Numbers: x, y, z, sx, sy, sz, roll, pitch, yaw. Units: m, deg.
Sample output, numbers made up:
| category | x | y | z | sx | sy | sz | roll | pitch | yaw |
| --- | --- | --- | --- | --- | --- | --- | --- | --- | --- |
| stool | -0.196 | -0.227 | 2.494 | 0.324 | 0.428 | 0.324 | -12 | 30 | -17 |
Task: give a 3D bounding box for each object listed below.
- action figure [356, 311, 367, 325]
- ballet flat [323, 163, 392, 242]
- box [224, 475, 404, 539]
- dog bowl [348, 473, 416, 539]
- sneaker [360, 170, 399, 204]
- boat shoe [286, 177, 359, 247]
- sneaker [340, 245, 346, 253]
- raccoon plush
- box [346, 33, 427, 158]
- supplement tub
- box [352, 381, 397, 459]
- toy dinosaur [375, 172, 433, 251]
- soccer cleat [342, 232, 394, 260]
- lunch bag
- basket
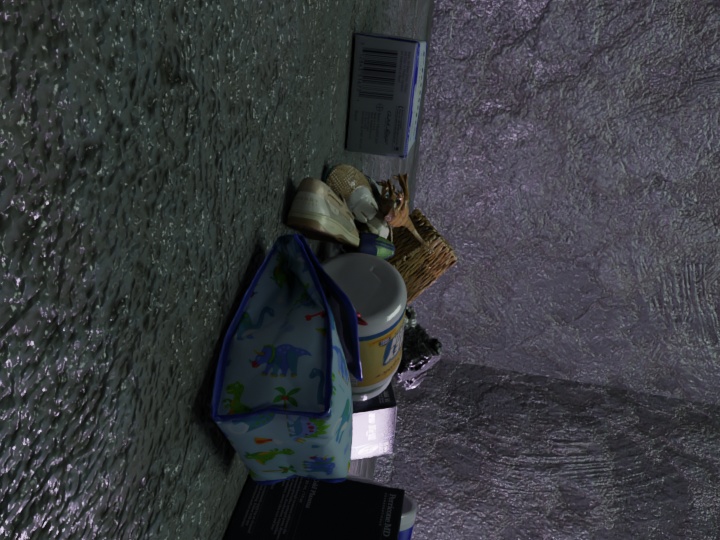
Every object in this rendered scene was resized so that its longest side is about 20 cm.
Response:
| category | x | y | z | sx | sy | sz | roll | pitch | yaw |
| --- | --- | --- | --- | --- | --- | --- | --- | --- | --- |
| action figure | -0.042 | 0.147 | 0.708 | 0.200 | 0.099 | 0.065 | -54 | 156 | -9 |
| ballet flat | 0.008 | -0.092 | 0.906 | 0.071 | 0.065 | 0.200 | -48 | 149 | -2 |
| box | -0.056 | 0.333 | 0.636 | 0.200 | 0.181 | 0.105 | -70 | 166 | -53 |
| dog bowl | -0.019 | 0.375 | 0.897 | 0.200 | 0.199 | 0.079 | 47 | 55 | -80 |
| sneaker | -0.004 | -0.129 | 1.000 | 0.074 | 0.088 | 0.200 | -53 | 153 | 10 |
| boat shoe | -0.040 | -0.071 | 0.753 | 0.200 | 0.072 | 0.065 | 20 | 79 | -77 |
| sneaker | 0.004 | -0.063 | 1.084 | 0.200 | 0.070 | 0.081 | -66 | 166 | -64 |
| raccoon plush | 0.065 | 0.135 | 1.077 | 0.134 | 0.096 | 0.200 | 58 | -27 | 23 |
| box | 0.049 | -0.308 | 1.021 | 0.200 | 0.104 | 0.185 | -66 | 163 | -66 |
| supplement tub | -0.007 | 0.089 | 0.878 | 0.201 | 0.144 | 0.145 | 90 | 11 | -47 |
| box | 0.005 | 0.220 | 1.103 | 0.164 | 0.086 | 0.201 | 91 | -10 | -46 |
| toy dinosaur | 0.060 | -0.093 | 0.937 | 0.200 | 0.060 | 0.107 | 16 | 69 | -67 |
| soccer cleat | 0.000 | 0.001 | 0.960 | 0.200 | 0.083 | 0.065 | 123 | -26 | -63 |
| lunch bag | -0.063 | 0.090 | 0.593 | 0.171 | 0.127 | 0.201 | 85 | 2 | -51 |
| basket | 0.052 | -0.028 | 1.103 | 0.143 | 0.200 | 0.149 | 35 | 15 | -54 |
